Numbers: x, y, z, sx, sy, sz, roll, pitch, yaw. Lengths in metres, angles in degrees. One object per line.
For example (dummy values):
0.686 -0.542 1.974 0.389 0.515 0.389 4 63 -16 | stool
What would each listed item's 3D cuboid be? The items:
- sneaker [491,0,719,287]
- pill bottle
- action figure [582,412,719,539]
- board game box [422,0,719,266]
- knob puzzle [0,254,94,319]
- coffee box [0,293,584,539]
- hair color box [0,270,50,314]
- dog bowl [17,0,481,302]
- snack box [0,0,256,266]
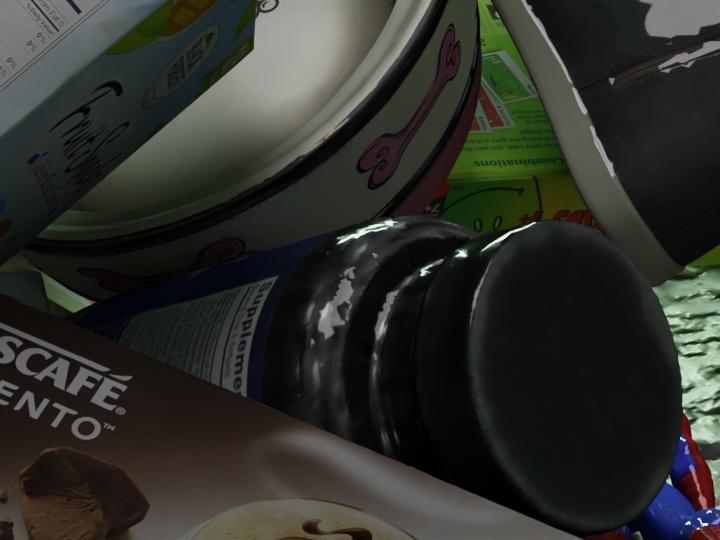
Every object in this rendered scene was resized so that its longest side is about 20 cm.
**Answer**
0.103 -0.096 0.967 0.106 0.075 0.201 -30 55 13 | sneaker
-0.008 0.047 0.840 0.199 0.112 0.112 -15 15 45 | pill bottle
0.079 0.075 0.880 0.065 0.052 0.200 -7 18 -2 | action figure
0.082 -0.051 1.037 0.198 0.048 0.102 -3 44 -18 | board game box
0.000 0.000 1.024 0.218 0.031 0.220 6 34 -4 | knob puzzle
-0.055 0.093 0.739 0.199 0.080 0.113 23 47 10 | coffee box
-0.193 0.058 0.923 0.199 0.061 0.102 -2 49 -21 | hair color box
-0.047 -0.068 0.967 0.199 0.074 0.201 -16 48 18 | dog bowl
-0.121 -0.039 0.818 0.200 0.068 0.169 -42 -3 -6 | snack box
